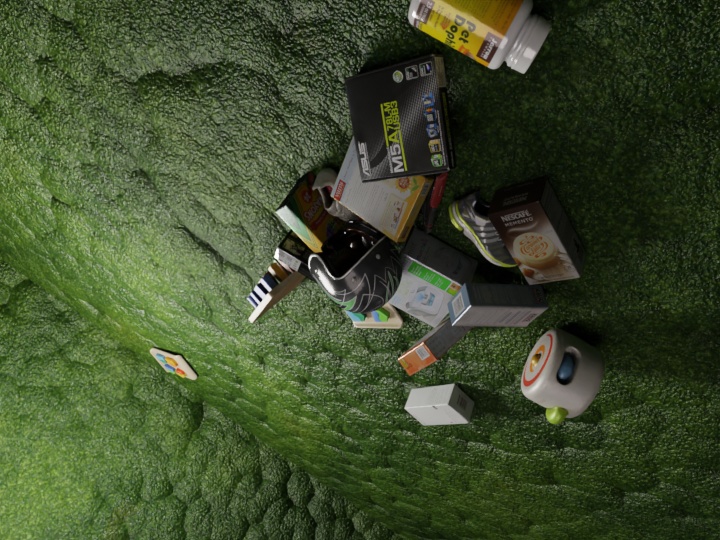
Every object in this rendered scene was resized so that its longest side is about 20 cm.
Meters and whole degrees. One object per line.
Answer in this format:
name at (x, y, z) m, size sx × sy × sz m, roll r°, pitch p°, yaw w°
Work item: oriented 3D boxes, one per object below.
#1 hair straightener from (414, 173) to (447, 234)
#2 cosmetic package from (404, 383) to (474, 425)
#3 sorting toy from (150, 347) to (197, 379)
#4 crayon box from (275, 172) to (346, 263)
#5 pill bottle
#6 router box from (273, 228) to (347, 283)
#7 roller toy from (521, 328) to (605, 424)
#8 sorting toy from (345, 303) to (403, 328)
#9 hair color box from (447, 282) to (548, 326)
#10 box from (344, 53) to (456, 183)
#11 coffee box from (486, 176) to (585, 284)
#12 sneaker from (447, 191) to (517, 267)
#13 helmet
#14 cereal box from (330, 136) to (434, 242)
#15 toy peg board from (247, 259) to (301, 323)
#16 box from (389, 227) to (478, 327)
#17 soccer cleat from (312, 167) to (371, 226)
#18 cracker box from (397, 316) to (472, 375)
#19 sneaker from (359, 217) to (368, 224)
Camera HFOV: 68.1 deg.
hair straightener at (0.142, -0.155, 1.160) m, size 0.077 × 0.041 × 0.201 m, roll 44°, pitch 156°, yaw 27°
cosmetic package at (0.254, 0.437, 1.728) m, size 0.113 × 0.082 × 0.199 m, roll 42°, pitch 141°, yaw -19°
sorting toy at (-0.908, 0.457, 2.579) m, size 0.198 × 0.037 × 0.186 m, roll 6°, pitch 137°, yaw 29°
crayon box at (-0.095, -0.118, 1.281) m, size 0.051 × 0.128 × 0.200 m, roll -18°, pitch 124°, yaw 45°
pill bottle at (0.179, -0.379, 0.799) m, size 0.199 × 0.110 × 0.110 m, roll 29°, pitch 144°, yaw 2°
router box at (-0.095, -0.044, 1.347) m, size 0.199 × 0.150 × 0.051 m, roll 31°, pitch 143°, yaw -1°
roller toy at (0.469, 0.237, 1.261) m, size 0.139 × 0.200 × 0.184 m, roll 27°, pitch 121°, yaw 4°
sorting toy at (0.008, 0.098, 1.538) m, size 0.184 × 0.037 × 0.201 m, roll -3°, pitch 132°, yaw 37°
hair color box at (0.309, 0.080, 1.208) m, size 0.198 × 0.061 × 0.099 m, roll 3°, pitch 148°, yaw -18°
box at (0.072, -0.273, 0.984) m, size 0.191 × 0.047 × 0.202 m, roll -1°, pitch 106°, yaw 32°
coffee box at (0.352, -0.074, 1.062) m, size 0.114 × 0.080 × 0.200 m, roll -13°, pitch 126°, yaw 43°
sneaker at (0.274, -0.084, 1.114) m, size 0.199 × 0.074 × 0.081 m, roll 38°, pitch 140°, yaw -13°
helmet at (0.000, 0.000, 1.185) m, size 0.190 × 0.200 × 0.201 m, roll 31°, pitch 147°, yaw 28°
cereal box at (0.039, -0.170, 1.093) m, size 0.200 × 0.039 × 0.145 m, roll 39°, pitch 117°, yaw 28°
toy peg board at (-0.240, 0.023, 1.503) m, size 0.098 × 0.199 × 0.200 m, roll 48°, pitch 143°, yaw 2°
box at (0.157, 0.019, 1.294) m, size 0.175 × 0.097 × 0.200 m, roll 28°, pitch 144°, yaw -1°
soccer cleat at (-0.042, -0.145, 1.245) m, size 0.069 × 0.087 × 0.200 m, roll -13°, pitch 126°, yaw 43°
cracker box at (0.202, 0.174, 1.353) m, size 0.058 × 0.199 × 0.134 m, roll 52°, pitch 143°, yaw 7°
sneaker at (0.054, -0.168, 1.173) m, size 0.200 × 0.077 × 0.085 m, roll -40°, pitch 76°, yaw 49°
